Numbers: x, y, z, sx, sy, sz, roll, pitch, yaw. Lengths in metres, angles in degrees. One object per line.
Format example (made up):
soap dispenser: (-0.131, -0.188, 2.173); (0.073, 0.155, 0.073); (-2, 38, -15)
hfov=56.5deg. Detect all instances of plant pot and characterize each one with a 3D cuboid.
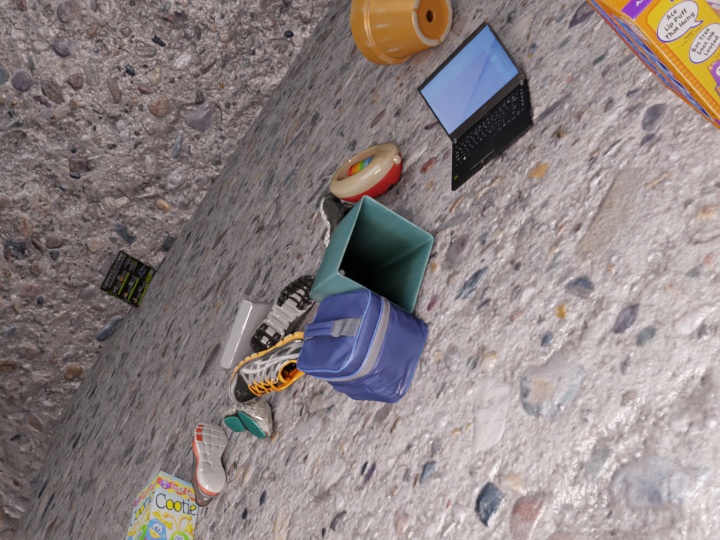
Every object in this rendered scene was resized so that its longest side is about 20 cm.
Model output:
plant pot: (0.106, -0.579, 1.532); (0.182, 0.199, 0.203); (19, 78, 50)
plant pot: (0.000, 0.000, 1.120); (0.199, 0.139, 0.144); (-30, 35, 60)

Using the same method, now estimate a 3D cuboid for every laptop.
laptop: (0.182, -0.271, 1.110); (0.177, 0.102, 0.203); (-38, 31, 39)

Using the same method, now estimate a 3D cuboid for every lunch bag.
lunch bag: (-0.012, 0.110, 1.016); (0.198, 0.131, 0.138); (-14, 49, 57)

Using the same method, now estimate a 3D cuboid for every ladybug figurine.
ladybug figurine: (0.017, -0.192, 1.361); (0.198, 0.072, 0.137); (-10, 39, 52)

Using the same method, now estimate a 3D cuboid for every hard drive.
hard drive: (-0.222, 0.129, 1.378); (0.200, 0.026, 0.135); (24, -94, -79)

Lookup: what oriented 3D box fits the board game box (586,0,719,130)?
board game box: (0.360, -0.292, 0.661); (0.200, 0.198, 0.202); (-46, 27, 23)

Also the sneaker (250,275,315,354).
sneaker: (-0.153, 0.097, 1.369); (0.201, 0.066, 0.091); (-53, -8, -21)

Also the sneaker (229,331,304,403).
sneaker: (-0.169, 0.196, 1.266); (0.198, 0.078, 0.078); (-36, 41, 14)

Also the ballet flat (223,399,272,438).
ballet flat: (-0.211, 0.278, 1.300); (0.198, 0.071, 0.073); (-13, 50, 58)

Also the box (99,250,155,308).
box: (-1.084, 0.041, 3.130); (0.047, 0.191, 0.204); (-20, 45, 50)

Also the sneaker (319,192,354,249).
sneaker: (-0.035, -0.112, 1.406); (0.090, 0.066, 0.202); (-43, 32, 25)

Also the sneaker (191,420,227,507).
sneaker: (-0.324, 0.395, 1.376); (0.083, 0.076, 0.201); (-56, 23, 20)

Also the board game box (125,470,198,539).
board game box: (-0.396, 0.525, 1.327); (0.103, 0.104, 0.202); (-44, 29, 27)
